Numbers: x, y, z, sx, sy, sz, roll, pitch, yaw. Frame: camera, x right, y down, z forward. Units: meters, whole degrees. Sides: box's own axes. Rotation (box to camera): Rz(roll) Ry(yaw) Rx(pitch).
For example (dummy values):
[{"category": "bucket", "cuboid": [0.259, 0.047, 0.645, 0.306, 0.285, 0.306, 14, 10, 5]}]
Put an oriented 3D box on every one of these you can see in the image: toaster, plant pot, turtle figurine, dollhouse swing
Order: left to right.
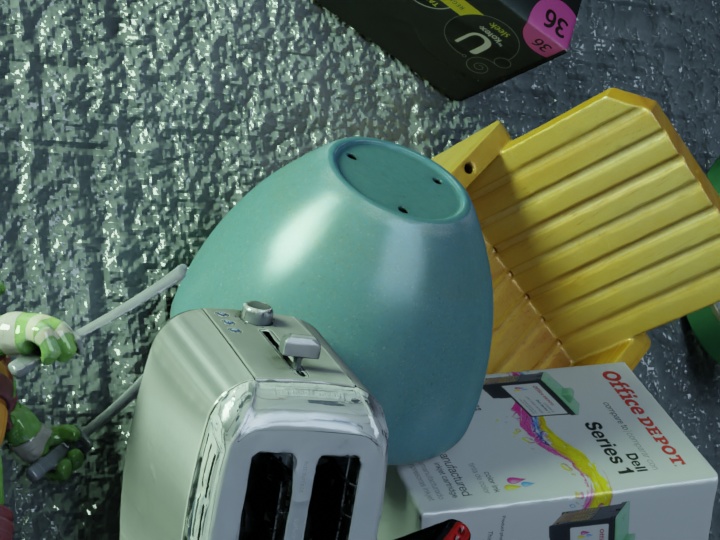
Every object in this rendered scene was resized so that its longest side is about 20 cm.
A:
[{"category": "turtle figurine", "cuboid": [-0.173, 0.089, 0.956, 0.199, 0.144, 0.195, 18, 62, -29]}, {"category": "toaster", "cuboid": [-0.058, 0.123, 0.920, 0.113, 0.129, 0.201, 7, 100, -23]}, {"category": "plant pot", "cuboid": [0.000, 0.000, 1.058, 0.199, 0.135, 0.200, 18, 29, -10]}, {"category": "dollhouse swing", "cuboid": [0.133, 0.006, 1.196, 0.200, 0.175, 0.182, 54, 52, -13]}]

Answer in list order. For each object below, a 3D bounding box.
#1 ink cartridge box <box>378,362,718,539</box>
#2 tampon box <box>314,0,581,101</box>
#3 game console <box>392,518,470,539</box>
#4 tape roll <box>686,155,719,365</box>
[{"category": "ink cartridge box", "cuboid": [0.104, 0.134, 1.111, 0.199, 0.145, 0.084, -4, 119, -18]}, {"category": "tampon box", "cuboid": [0.080, -0.255, 1.258, 0.150, 0.126, 0.201, 31, 61, -26]}, {"category": "game console", "cuboid": [-0.035, 0.223, 0.989, 0.031, 0.200, 0.177, 50, 53, -6]}, {"category": "tape roll", "cuboid": [0.330, -0.012, 1.334, 0.048, 0.200, 0.202, 8, 73, -36]}]
